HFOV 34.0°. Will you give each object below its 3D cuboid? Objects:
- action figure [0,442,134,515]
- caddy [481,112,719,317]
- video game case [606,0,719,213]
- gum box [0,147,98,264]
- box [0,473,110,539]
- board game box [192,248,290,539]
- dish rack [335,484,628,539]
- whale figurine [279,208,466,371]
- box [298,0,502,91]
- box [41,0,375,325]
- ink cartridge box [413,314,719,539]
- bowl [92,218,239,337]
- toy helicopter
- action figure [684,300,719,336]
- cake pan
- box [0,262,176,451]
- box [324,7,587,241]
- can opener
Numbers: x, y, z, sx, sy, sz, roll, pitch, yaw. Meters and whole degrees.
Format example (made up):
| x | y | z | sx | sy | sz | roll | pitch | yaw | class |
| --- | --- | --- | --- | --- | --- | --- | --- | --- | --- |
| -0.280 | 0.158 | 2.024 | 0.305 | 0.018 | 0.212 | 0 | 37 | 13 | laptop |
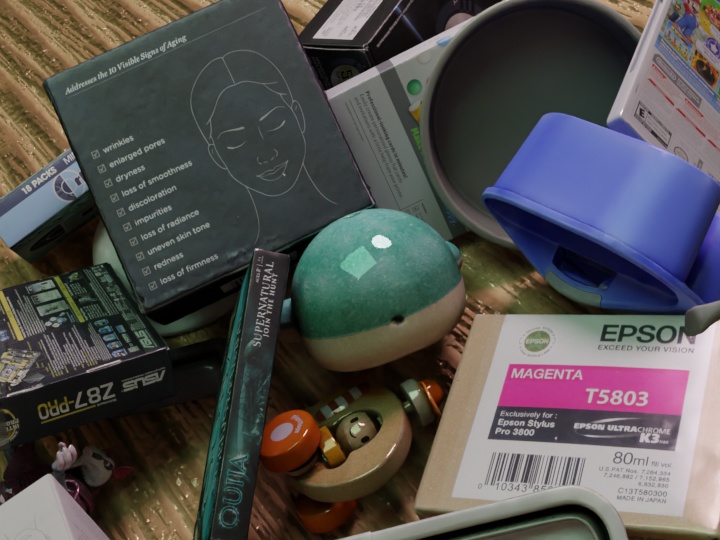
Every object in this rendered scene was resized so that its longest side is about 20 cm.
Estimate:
| x | y | z | sx | sy | sz | roll | pitch | yaw | class |
| --- | --- | --- | --- | --- | --- | --- | --- | --- | --- |
| -0.266 | 0.192 | 0.907 | 0.198 | 0.151 | 0.134 | -15 | 18 | -24 | action figure |
| 0.176 | -0.024 | 0.836 | 0.199 | 0.141 | 0.106 | 30 | 84 | 45 | caddy |
| 0.269 | -0.137 | 0.913 | 0.018 | 0.143 | 0.201 | -27 | 29 | 52 | video game case |
| -0.271 | -0.079 | 1.139 | 0.169 | 0.045 | 0.200 | -38 | 3 | -11 | gum box |
| -0.224 | 0.269 | 0.792 | 0.151 | 0.107 | 0.200 | -33 | 40 | -6 | box |
| -0.087 | 0.104 | 0.834 | 0.028 | 0.135 | 0.203 | 12 | 65 | -10 | board game box |
| 0.071 | 0.226 | 0.675 | 0.197 | 0.044 | 0.174 | -17 | 75 | 13 | dish rack |
| 0.000 | 0.000 | 0.895 | 0.157 | 0.105 | 0.200 | -21 | 16 | -7 | whale figurine |
| 0.048 | -0.202 | 1.079 | 0.085 | 0.165 | 0.201 | 10 | 53 | 36 | box |
| -0.116 | -0.090 | 0.943 | 0.198 | 0.124 | 0.199 | -24 | 85 | -5 | box |
| 0.153 | 0.112 | 0.767 | 0.197 | 0.075 | 0.166 | -2 | 48 | 29 | ink cartridge box |
| -0.174 | -0.042 | 1.096 | 0.198 | 0.091 | 0.203 | -16 | 43 | 15 | bowl |
| 0.007 | 0.091 | 0.874 | 0.131 | 0.079 | 0.201 | -21 | 28 | 19 | toy helicopter |
| 0.304 | 0.076 | 0.671 | 0.191 | 0.105 | 0.201 | -5 | 44 | -30 | action figure |
| 0.143 | -0.117 | 0.931 | 0.198 | 0.202 | 0.037 | -25 | 13 | 3 | cake pan |
| -0.251 | 0.063 | 0.946 | 0.159 | 0.050 | 0.200 | -15 | 26 | -22 | box |
| 0.090 | -0.119 | 0.975 | 0.198 | 0.157 | 0.041 | -26 | 20 | 1 | box |
| -0.206 | 0.087 | 0.995 | 0.197 | 0.067 | 0.054 | -15 | 32 | 15 | can opener |
